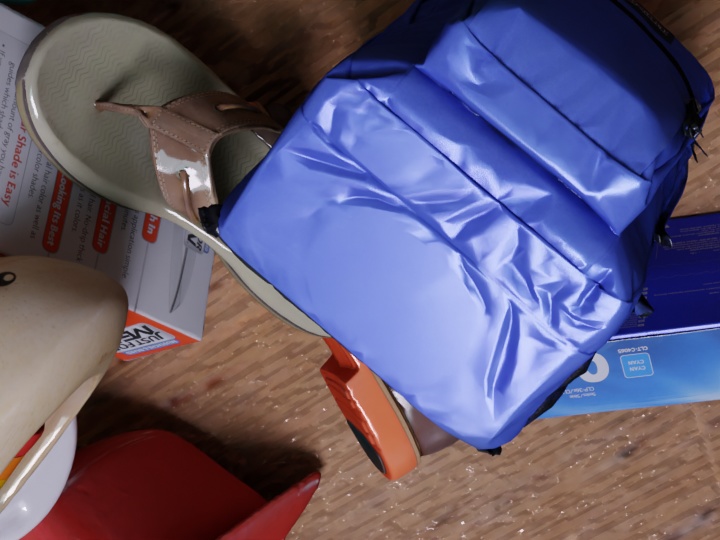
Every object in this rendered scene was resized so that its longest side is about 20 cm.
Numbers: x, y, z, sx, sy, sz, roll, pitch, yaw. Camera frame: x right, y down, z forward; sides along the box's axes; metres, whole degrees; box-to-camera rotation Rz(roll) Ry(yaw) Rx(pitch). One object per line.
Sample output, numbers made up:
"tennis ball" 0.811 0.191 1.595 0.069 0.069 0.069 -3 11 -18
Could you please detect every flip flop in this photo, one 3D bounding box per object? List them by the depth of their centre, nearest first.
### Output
"flip flop" -0.059 -0.042 0.911 0.200 0.081 0.058 40 157 -19

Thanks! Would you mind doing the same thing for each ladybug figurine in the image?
"ladybug figurine" -0.176 0.070 0.871 0.072 0.136 0.200 39 102 2

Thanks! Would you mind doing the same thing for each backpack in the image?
"backpack" 0.065 -0.045 0.873 0.163 0.200 0.168 45 115 -2

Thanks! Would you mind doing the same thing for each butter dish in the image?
"butter dish" -0.152 0.151 1.086 0.148 0.199 0.200 48 123 7

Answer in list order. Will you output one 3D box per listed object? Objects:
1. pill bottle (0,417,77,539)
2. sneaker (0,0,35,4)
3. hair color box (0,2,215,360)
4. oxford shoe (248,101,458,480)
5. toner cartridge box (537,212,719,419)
"pill bottle" -0.237 0.076 1.034 0.200 0.111 0.111 0 130 50
"sneaker" -0.180 -0.190 0.901 0.121 0.084 0.200 -36 112 19
"hair color box" -0.154 -0.046 0.922 0.200 0.111 0.064 26 151 -36
"oxford shoe" 0.000 0.000 1.012 0.072 0.071 0.200 -28 111 -11
"toner cartridge box" 0.142 0.018 0.965 0.200 0.095 0.043 -7 123 17
